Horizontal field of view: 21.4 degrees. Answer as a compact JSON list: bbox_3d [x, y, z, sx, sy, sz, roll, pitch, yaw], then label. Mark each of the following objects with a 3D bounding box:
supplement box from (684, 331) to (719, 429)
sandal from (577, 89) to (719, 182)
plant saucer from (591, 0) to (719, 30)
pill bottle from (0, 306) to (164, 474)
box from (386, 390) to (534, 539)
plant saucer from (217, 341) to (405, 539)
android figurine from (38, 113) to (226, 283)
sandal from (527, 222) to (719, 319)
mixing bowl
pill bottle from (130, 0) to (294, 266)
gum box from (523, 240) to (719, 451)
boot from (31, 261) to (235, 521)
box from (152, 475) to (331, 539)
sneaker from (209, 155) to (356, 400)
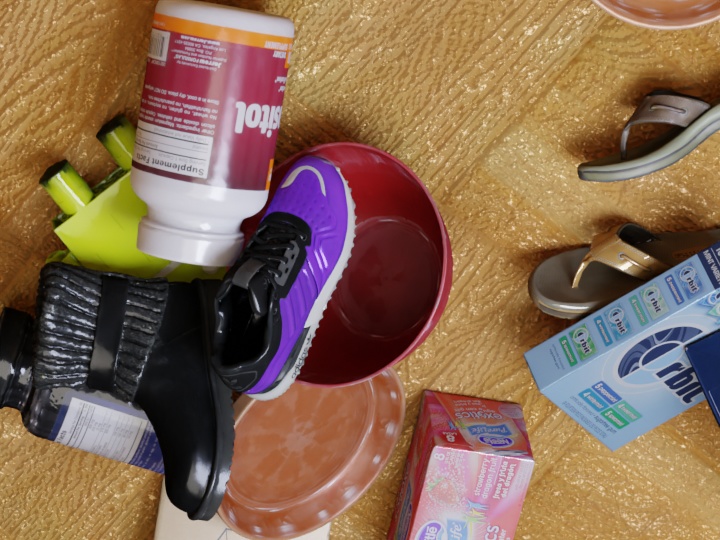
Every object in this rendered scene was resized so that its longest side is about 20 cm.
[{"bbox_3d":[0.410,0.116,1.627,0.199,0.135,0.200,-26,148,9],"label":"supplement box"},{"bbox_3d":[0.267,-0.131,1.585,0.200,0.080,0.058,-30,97,4],"label":"sandal"},{"bbox_3d":[0.252,-0.292,1.518,0.199,0.037,0.201,-2,115,-4],"label":"plant saucer"},{"bbox_3d":[-0.223,0.101,1.637,0.199,0.112,0.112,19,113,-12],"label":"pill bottle"},{"bbox_3d":[0.085,0.223,1.723,0.094,0.103,0.201,9,116,-8],"label":"box"},{"bbox_3d":[-0.050,0.148,1.672,0.200,0.032,0.201,-21,131,-27],"label":"plant saucer"},{"bbox_3d":[-0.174,-0.028,1.604,0.182,0.041,0.200,-37,111,-1],"label":"android figurine"},{"bbox_3d":[0.238,-0.012,1.629,0.199,0.080,0.054,-11,130,-5],"label":"sandal"},{"bbox_3d":[0.000,0.000,1.582,0.199,0.108,0.201,-3,83,25],"label":"mixing bowl"},{"bbox_3d":[-0.121,-0.110,1.513,0.112,0.113,0.201,8,99,-8],"label":"pill bottle"},{"bbox_3d":[0.264,0.068,1.640,0.200,0.045,0.170,-32,145,14],"label":"gum box"},{"bbox_3d":[-0.189,0.099,1.545,0.157,0.212,0.079,3,161,-21],"label":"boot"},{"bbox_3d":[-0.115,0.294,1.735,0.163,0.021,0.201,10,84,-9],"label":"box"},{"bbox_3d":[-0.067,0.002,1.497,0.069,0.099,0.201,15,87,27],"label":"sneaker"}]
